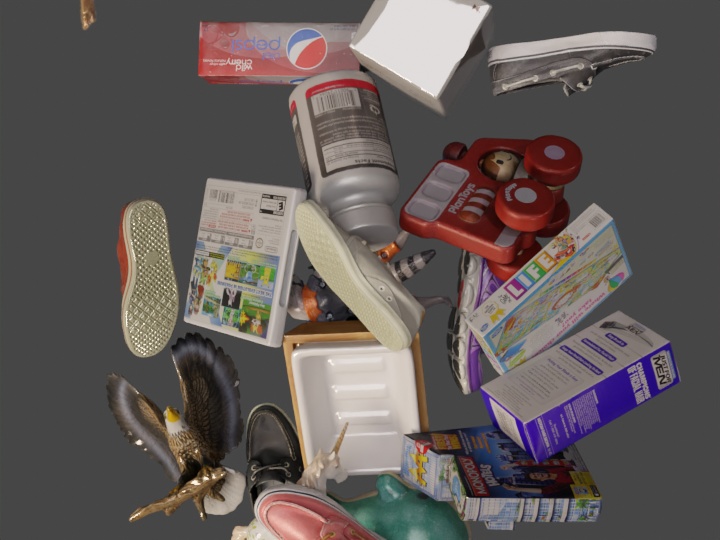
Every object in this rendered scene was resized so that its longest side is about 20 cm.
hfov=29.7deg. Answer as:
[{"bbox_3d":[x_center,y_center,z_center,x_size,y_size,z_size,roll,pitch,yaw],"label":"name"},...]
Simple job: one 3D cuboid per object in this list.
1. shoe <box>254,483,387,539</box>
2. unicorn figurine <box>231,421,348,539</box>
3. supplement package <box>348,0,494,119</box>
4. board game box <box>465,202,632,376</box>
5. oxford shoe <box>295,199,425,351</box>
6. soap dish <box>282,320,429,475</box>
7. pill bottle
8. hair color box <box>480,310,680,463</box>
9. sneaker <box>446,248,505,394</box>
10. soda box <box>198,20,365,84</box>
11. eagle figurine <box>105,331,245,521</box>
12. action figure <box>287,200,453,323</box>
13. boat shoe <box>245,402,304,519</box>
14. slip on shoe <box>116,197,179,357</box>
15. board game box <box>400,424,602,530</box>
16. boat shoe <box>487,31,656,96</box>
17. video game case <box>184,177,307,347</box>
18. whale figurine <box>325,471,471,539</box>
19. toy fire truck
[{"bbox_3d":[-0.028,0.309,1.492,0.200,0.091,0.072,32,101,-7],"label":"shoe"},{"bbox_3d":[-0.063,0.291,1.569,0.200,0.074,0.138,-30,109,6],"label":"unicorn figurine"},{"bbox_3d":[0.075,-0.265,1.568,0.120,0.200,0.121,31,92,5],"label":"supplement package"},{"bbox_3d":[0.221,0.029,1.570,0.200,0.135,0.034,-41,55,-5],"label":"board game box"},{"bbox_3d":[0.000,0.000,1.514,0.058,0.075,0.200,-37,83,-27],"label":"oxford shoe"},{"bbox_3d":[0.000,0.146,1.600,0.157,0.081,0.200,-3,121,7],"label":"soap dish"},{"bbox_3d":[-0.015,-0.125,1.595,0.110,0.111,0.201,-14,68,6],"label":"pill bottle"},{"bbox_3d":[0.252,0.131,1.559,0.200,0.109,0.065,-29,117,-12],"label":"hair color box"},{"bbox_3d":[0.153,0.052,1.623,0.083,0.081,0.201,10,94,-6],"label":"sneaker"},{"bbox_3d":[-0.094,-0.264,1.656,0.199,0.063,0.070,2,89,7],"label":"soda box"},{"bbox_3d":[-0.216,0.193,1.647,0.151,0.200,0.151,4,130,-26],"label":"eagle figurine"},{"bbox_3d":[-0.010,-0.003,1.629,0.193,0.105,0.200,-21,88,-3],"label":"action figure"},{"bbox_3d":[-0.103,0.262,1.653,0.074,0.066,0.200,-5,89,7],"label":"boat shoe"},{"bbox_3d":[-0.267,0.008,1.680,0.074,0.061,0.201,-7,102,-25],"label":"slip on shoe"},{"bbox_3d":[0.150,0.234,1.537,0.199,0.200,0.062,1,109,-5],"label":"board game box"},{"bbox_3d":[0.252,-0.241,1.613,0.199,0.072,0.068,-5,87,9],"label":"boat shoe"},{"bbox_3d":[-0.140,-0.014,1.614,0.022,0.200,0.183,9,91,-38],"label":"video game case"},{"bbox_3d":[0.029,0.315,1.611,0.199,0.104,0.159,8,120,15],"label":"whale figurine"},{"bbox_3d":[0.156,-0.092,1.583,0.168,0.112,0.200,23,50,16],"label":"toy fire truck"}]
